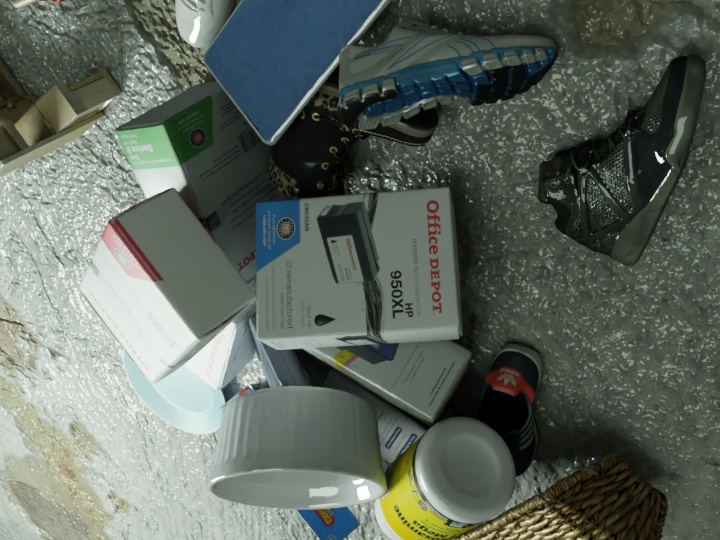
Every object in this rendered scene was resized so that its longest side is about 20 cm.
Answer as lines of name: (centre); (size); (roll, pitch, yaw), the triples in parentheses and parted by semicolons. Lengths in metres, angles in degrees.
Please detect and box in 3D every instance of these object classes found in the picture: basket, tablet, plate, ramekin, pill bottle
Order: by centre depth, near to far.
tablet: (-0.066, -0.234, 0.736); (0.200, 0.014, 0.130); (-45, 73, 26)
ramekin: (-0.070, 0.205, 0.875); (0.200, 0.098, 0.201); (0, 151, 0)
pill bottle: (0.086, 0.252, 0.878); (0.112, 0.112, 0.200); (36, 145, 5)
basket: (0.228, 0.280, 0.880); (0.149, 0.143, 0.200); (37, 138, 0)
plate: (-0.290, 0.176, 1.209); (0.200, 0.026, 0.200); (16, 129, 21)

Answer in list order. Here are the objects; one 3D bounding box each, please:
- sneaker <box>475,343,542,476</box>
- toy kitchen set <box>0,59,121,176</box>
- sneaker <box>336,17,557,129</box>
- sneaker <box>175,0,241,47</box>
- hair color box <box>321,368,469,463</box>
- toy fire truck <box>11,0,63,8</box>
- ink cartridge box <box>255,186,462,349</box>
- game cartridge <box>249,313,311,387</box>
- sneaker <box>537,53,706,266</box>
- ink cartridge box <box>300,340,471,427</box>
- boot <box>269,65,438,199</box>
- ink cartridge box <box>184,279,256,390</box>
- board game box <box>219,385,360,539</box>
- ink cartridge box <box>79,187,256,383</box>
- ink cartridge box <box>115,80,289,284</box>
sneaker: (0.165, 0.184, 0.893); (0.075, 0.085, 0.200); (12, 127, 25)
toy kitchen set: (-0.447, -0.218, 0.936); (0.200, 0.163, 0.181); (-22, 108, 39)
sneaker: (0.072, -0.192, 0.678); (0.200, 0.087, 0.075); (-10, 161, 2)
sneaker: (-0.153, -0.303, 0.753); (0.076, 0.081, 0.200); (35, 134, 4)
hair color box: (0.044, 0.190, 0.988); (0.200, 0.061, 0.100); (33, 133, 8)
toy fire truck: (-0.300, -0.321, 0.748); (0.176, 0.200, 0.129); (-27, 104, 41)
ink cartridge box: (0.000, 0.000, 0.779); (0.200, 0.084, 0.145); (-4, 77, 7)
game cartridge: (-0.100, 0.132, 0.979); (0.133, 0.041, 0.200); (57, 164, 22)
sneaker: (0.221, -0.100, 0.667); (0.114, 0.076, 0.200); (20, 135, 10)
ink cartridge box: (0.017, 0.091, 0.877); (0.200, 0.088, 0.145); (31, 169, 12)
boot: (-0.019, -0.132, 0.794); (0.200, 0.073, 0.151); (25, 130, 20)
ink cartridge box: (-0.229, 0.043, 1.029); (0.200, 0.084, 0.145); (34, 133, 13)
board game box: (-0.105, 0.269, 1.071); (0.200, 0.056, 0.196); (54, 166, -11)
ink cartridge box: (-0.212, 0.024, 0.814); (0.146, 0.085, 0.200); (53, 144, 0)
ink cartridge box: (-0.161, -0.096, 0.856); (0.084, 0.146, 0.200); (0, 121, 34)
